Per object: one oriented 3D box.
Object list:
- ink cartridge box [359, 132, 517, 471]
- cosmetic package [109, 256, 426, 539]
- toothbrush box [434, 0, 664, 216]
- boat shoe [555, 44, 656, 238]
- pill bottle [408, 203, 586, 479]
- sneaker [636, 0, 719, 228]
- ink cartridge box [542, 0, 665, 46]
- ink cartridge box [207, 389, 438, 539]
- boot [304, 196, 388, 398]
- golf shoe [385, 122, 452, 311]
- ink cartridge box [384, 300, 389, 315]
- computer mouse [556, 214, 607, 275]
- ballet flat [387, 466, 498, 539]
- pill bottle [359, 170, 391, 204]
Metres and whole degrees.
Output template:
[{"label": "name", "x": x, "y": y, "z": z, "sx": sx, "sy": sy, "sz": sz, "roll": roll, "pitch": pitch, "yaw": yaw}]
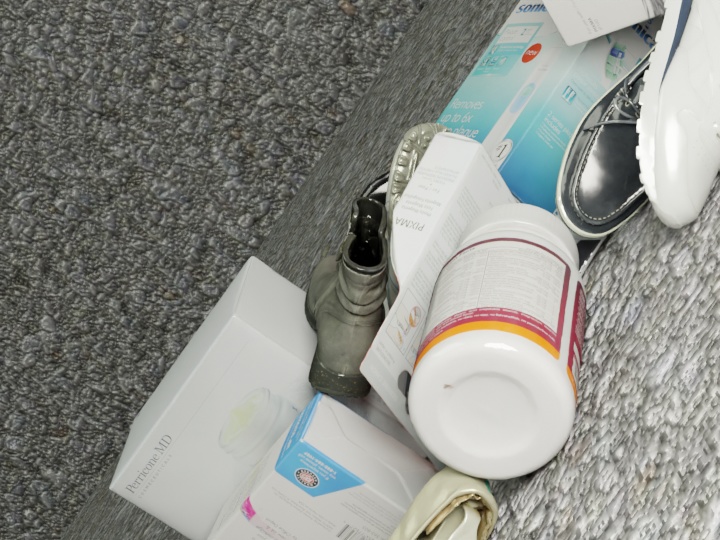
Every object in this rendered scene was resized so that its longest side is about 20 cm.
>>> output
[{"label": "ink cartridge box", "x": 0.061, "y": 0.024, "z": 1.309, "sx": 0.057, "sy": 0.163, "sz": 0.201, "roll": 19, "pitch": 67, "yaw": 38}, {"label": "cosmetic package", "x": -0.070, "y": 0.136, "z": 1.450, "sx": 0.200, "sy": 0.199, "sz": 0.123, "roll": -53, "pitch": 9, "yaw": 23}, {"label": "toothbrush box", "x": 0.153, "y": -0.136, "z": 1.431, "sx": 0.201, "sy": 0.085, "sz": 0.146, "roll": -54, "pitch": 26, "yaw": -11}, {"label": "boat shoe", "x": 0.209, "y": -0.110, "z": 1.235, "sx": 0.201, "sy": 0.074, "sz": 0.062, "roll": -51, "pitch": 3, "yaw": 1}, {"label": "pill bottle", "x": 0.098, "y": 0.041, "z": 1.177, "sx": 0.110, "sy": 0.109, "sz": 0.201, "roll": -51, "pitch": 10, "yaw": 30}, {"label": "sneaker", "x": 0.236, "y": -0.123, "z": 1.145, "sx": 0.076, "sy": 0.080, "sz": 0.202, "roll": 44, "pitch": -124, "yaw": -59}, {"label": "ink cartridge box", "x": 0.237, "y": -0.258, "z": 1.283, "sx": 0.199, "sy": 0.083, "sz": 0.147, "roll": -14, "pitch": 28, "yaw": 39}, {"label": "ink cartridge box", "x": -0.044, "y": 0.201, "z": 1.352, "sx": 0.200, "sy": 0.115, "sz": 0.068, "roll": -50, "pitch": 10, "yaw": 34}, {"label": "boot", "x": 0.000, "y": 0.000, "z": 1.359, "sx": 0.200, "sy": 0.067, "sz": 0.132, "roll": -93, "pitch": 14, "yaw": -65}, {"label": "golf shoe", "x": 0.040, "y": -0.026, "z": 1.396, "sx": 0.097, "sy": 0.078, "sz": 0.202, "roll": 33, "pitch": 129, "yaw": 57}, {"label": "ink cartridge box", "x": -0.010, "y": 0.110, "z": 1.713, "sx": 0.201, "sy": 0.045, "sz": 0.176, "roll": -54, "pitch": 10, "yaw": 16}, {"label": "computer mouse", "x": 0.159, "y": -0.032, "z": 1.314, "sx": 0.201, "sy": 0.044, "sz": 0.110, "roll": -57, "pitch": 10, "yaw": -4}, {"label": "ballet flat", "x": 0.025, "y": 0.217, "z": 1.126, "sx": 0.201, "sy": 0.069, "sz": 0.069, "roll": -57, "pitch": 9, "yaw": -4}, {"label": "pill bottle", "x": 0.050, "y": -0.039, "z": 1.662, "sx": 0.112, "sy": 0.111, "sz": 0.200, "roll": -56, "pitch": -2, "yaw": 1}]
